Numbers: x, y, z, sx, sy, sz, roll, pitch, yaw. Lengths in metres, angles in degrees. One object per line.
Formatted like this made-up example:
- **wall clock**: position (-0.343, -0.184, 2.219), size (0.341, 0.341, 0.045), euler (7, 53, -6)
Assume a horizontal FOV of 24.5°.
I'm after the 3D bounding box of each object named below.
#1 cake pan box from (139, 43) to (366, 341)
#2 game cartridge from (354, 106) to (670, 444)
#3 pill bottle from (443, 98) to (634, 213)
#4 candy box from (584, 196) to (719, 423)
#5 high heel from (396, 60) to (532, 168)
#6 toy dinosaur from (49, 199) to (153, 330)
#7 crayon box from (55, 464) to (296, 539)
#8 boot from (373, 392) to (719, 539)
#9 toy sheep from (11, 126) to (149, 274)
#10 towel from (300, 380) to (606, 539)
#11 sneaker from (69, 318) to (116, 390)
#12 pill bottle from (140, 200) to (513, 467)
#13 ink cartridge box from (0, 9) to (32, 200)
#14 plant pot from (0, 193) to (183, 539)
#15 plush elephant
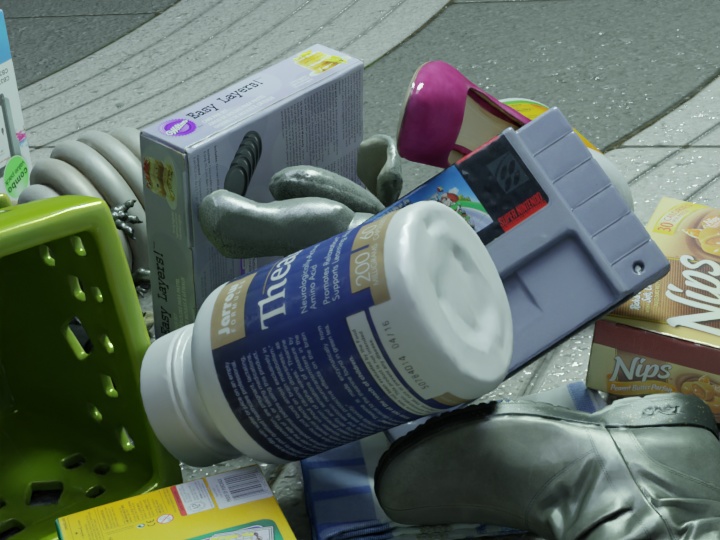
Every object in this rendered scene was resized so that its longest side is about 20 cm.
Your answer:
- **cake pan box**: position (-0.069, -0.036, 1.166), size (0.052, 0.201, 0.184), euler (25, 41, 34)
- **game cartridge**: position (0.070, 0.002, 1.009), size (0.200, 0.130, 0.038), euler (-33, -11, -3)
- **pill bottle**: position (0.138, -0.050, 1.239), size (0.111, 0.112, 0.200), euler (-11, 23, -8)
- **candy box**: position (0.229, 0.023, 1.089), size (0.115, 0.056, 0.200), euler (14, 30, 17)
- **high heel**: position (0.085, -0.082, 1.063), size (0.096, 0.068, 0.200), euler (19, -4, 16)
- **toy dinosaur**: position (-0.183, -0.005, 1.166), size (0.088, 0.200, 0.048), euler (-13, 49, 22)
- **crayon box**: position (-0.081, 0.180, 0.846), size (0.118, 0.059, 0.200), euler (-14, 24, -12)
- **boot**: position (0.109, 0.133, 0.867), size (0.199, 0.068, 0.131), euler (-8, 40, 1)
- **toy sheep**: position (-0.204, -0.053, 1.337), size (0.200, 0.138, 0.138), euler (-41, 36, -22)
- **towel**: position (0.063, 0.116, 0.995), size (0.199, 0.024, 0.147), euler (-9, 23, -3)
- **sneaker**: position (-0.233, 0.067, 1.161), size (0.104, 0.060, 0.199), euler (-23, 22, -35)
- **pill bottle**: position (-0.024, 0.044, 0.935), size (0.199, 0.111, 0.111), euler (-22, 15, 29)
- **ink cartridge box**: position (-0.390, -0.112, 1.438), size (0.145, 0.201, 0.147), euler (5, 27, 25)
- **plant pot**: position (-0.249, 0.065, 1.003), size (0.198, 0.201, 0.181), euler (-22, 21, -28)
- **plush elephant**: position (0.000, 0.000, 1.119), size (0.199, 0.165, 0.155), euler (-20, 2, 2)
